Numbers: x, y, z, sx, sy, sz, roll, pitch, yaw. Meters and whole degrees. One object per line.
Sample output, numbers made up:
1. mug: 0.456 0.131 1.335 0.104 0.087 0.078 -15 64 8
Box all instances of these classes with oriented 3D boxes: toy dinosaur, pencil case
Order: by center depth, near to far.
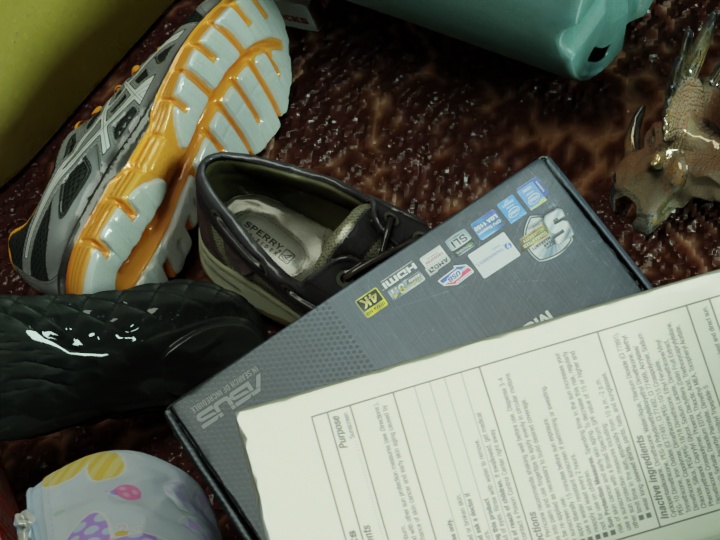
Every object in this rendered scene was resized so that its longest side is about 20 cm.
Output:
1. pencil case: -0.093 0.146 0.941 0.083 0.091 0.200 -49 21 11
2. toy dinosaur: 0.210 -0.074 1.047 0.200 0.086 0.136 -24 43 -5

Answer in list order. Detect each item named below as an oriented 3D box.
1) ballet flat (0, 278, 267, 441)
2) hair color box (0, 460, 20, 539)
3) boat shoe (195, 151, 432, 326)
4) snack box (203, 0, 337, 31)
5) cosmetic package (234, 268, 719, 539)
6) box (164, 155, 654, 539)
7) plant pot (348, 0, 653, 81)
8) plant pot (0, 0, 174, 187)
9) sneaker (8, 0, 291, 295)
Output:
1. ballet flat: -0.139 0.038 1.071 0.200 0.067 0.057 -1 18 -21
2. hair color box: -0.198 0.146 1.045 0.111 0.064 0.200 -28 49 -1
3. boat shoe: 0.000 0.000 1.078 0.200 0.065 0.072 26 65 33
4. snack box: -0.011 -0.214 1.270 0.072 0.024 0.200 15 61 27
5. cosmetic package: 0.061 0.080 0.918 0.200 0.071 0.105 -15 74 0
6. box: 0.043 0.070 0.989 0.200 0.051 0.158 -33 71 -5
7. plant pot: 0.050 -0.195 1.122 0.196 0.200 0.200 26 66 17
8. plant pot: -0.230 -0.199 1.229 0.195 0.200 0.194 26 67 35
9. sneaker: -0.104 -0.065 1.163 0.077 0.078 0.200 11 58 38
